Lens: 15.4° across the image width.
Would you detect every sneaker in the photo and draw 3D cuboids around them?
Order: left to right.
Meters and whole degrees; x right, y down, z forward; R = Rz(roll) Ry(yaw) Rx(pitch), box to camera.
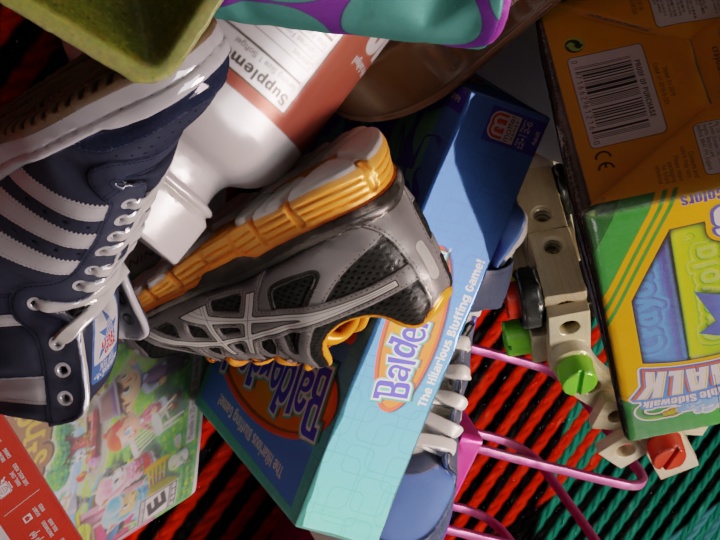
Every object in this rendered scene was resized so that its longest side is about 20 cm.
[{"bbox_3d":[-0.096,-0.014,0.970,0.200,0.109,0.070,-26,-164,39],"label":"sneaker"},{"bbox_3d":[-0.037,0.009,1.105,0.078,0.077,0.200,-45,-168,-33],"label":"sneaker"},{"bbox_3d":[0.026,0.028,1.236,0.080,0.201,0.147,14,138,-16],"label":"sneaker"}]

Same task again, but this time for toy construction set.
[{"bbox_3d":[0.100,0.015,1.327,0.092,0.200,0.131,-21,141,-12],"label":"toy construction set"}]

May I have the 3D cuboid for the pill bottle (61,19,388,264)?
[{"bbox_3d":[-0.046,-0.106,1.056,0.200,0.112,0.112,-53,152,-3],"label":"pill bottle"}]

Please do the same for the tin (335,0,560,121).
[{"bbox_3d":[0.049,-0.146,1.118,0.200,0.112,0.042,-40,126,8],"label":"tin"}]

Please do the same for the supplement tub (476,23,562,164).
[{"bbox_3d":[0.133,-0.157,1.229,0.200,0.144,0.145,-46,151,-22],"label":"supplement tub"}]

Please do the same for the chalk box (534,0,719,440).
[{"bbox_3d":[0.154,-0.017,1.130,0.123,0.125,0.200,-13,140,4],"label":"chalk box"}]

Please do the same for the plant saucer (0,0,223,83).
[{"bbox_3d":[-0.097,-0.194,0.851,0.200,0.199,0.048,-56,-165,14],"label":"plant saucer"}]

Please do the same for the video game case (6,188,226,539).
[{"bbox_3d":[-0.137,0.066,1.195,0.182,0.022,0.201,-30,143,-37],"label":"video game case"}]

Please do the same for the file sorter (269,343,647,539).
[{"bbox_3d":[0.042,0.149,1.386,0.125,0.139,0.201,16,110,-25],"label":"file sorter"}]

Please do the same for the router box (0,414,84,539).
[{"bbox_3d":[-0.207,0.136,1.102,0.179,0.049,0.200,-40,145,-12],"label":"router box"}]

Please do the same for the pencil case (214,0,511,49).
[{"bbox_3d":[-0.042,-0.132,0.951,0.092,0.199,0.086,129,-35,-70],"label":"pencil case"}]

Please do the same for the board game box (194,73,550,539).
[{"bbox_3d":[0.000,0.000,1.179,0.045,0.152,0.201,17,100,-25],"label":"board game box"}]
